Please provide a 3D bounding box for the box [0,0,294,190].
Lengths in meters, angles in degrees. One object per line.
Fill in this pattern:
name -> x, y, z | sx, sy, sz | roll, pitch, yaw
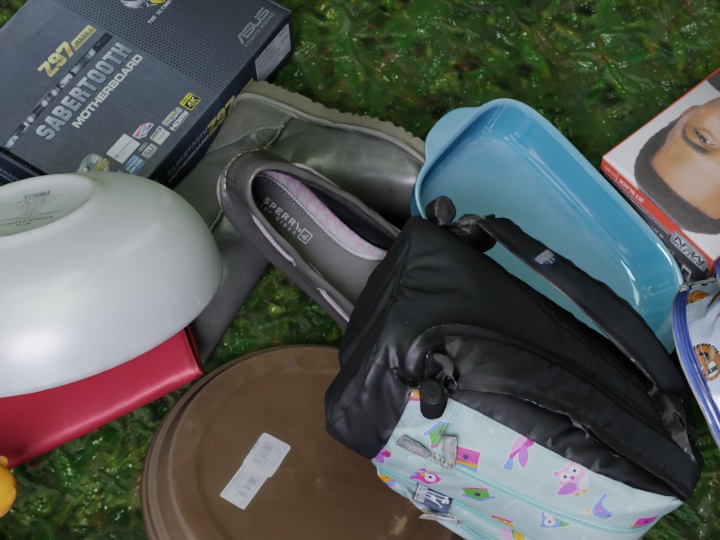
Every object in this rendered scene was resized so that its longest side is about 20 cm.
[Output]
box -> -0.163, -0.129, 1.048 | 0.158, 0.051, 0.200 | 30, 65, 17

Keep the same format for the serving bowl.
serving bowl -> -0.180, -0.007, 0.873 | 0.200, 0.066, 0.200 | -10, 24, 4

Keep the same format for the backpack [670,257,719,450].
backpack -> 0.255, 0.046, 0.851 | 0.154, 0.190, 0.200 | -33, 85, 11

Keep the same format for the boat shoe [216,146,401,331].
boat shoe -> 0.000, 0.000, 0.922 | 0.200, 0.057, 0.067 | 37, 84, -15

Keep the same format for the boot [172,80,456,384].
boot -> -0.060, -0.015, 0.973 | 0.182, 0.073, 0.200 | 19, 55, 25

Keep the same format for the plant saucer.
plant saucer -> -0.026, 0.121, 0.899 | 0.200, 0.029, 0.200 | 4, 53, -5

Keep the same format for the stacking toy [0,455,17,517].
stacking toy -> -0.267, 0.100, 0.859 | 0.200, 0.110, 0.116 | 12, 55, 25

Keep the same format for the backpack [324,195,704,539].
backpack -> 0.085, 0.076, 0.855 | 0.200, 0.127, 0.167 | 31, 41, -10

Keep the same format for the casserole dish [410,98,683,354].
casserole dish -> 0.110, -0.013, 0.953 | 0.200, 0.039, 0.121 | 46, 61, -3

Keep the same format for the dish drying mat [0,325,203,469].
dish drying mat -> -0.190, 0.071, 0.918 | 0.200, 0.018, 0.077 | -26, 64, 8

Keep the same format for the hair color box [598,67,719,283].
hair color box -> 0.257, -0.080, 1.012 | 0.200, 0.061, 0.102 | -37, 68, -18
